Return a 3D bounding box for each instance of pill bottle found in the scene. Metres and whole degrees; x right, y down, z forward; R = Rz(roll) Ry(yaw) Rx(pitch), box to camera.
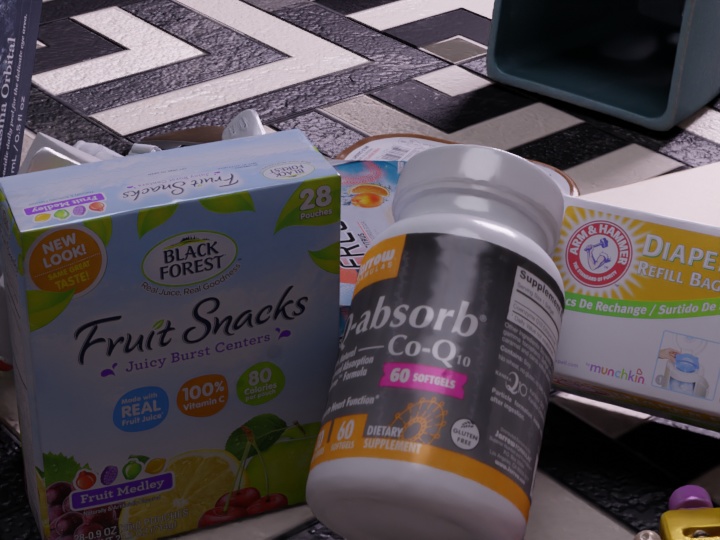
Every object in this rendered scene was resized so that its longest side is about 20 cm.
[{"bbox_3d":[0.046,0.043,0.819,0.115,0.117,0.202,7,63,12],"label":"pill bottle"}]

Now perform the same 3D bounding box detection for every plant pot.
[{"bbox_3d":[0.256,-0.257,1.384,0.194,0.199,0.199,22,27,34],"label":"plant pot"}]

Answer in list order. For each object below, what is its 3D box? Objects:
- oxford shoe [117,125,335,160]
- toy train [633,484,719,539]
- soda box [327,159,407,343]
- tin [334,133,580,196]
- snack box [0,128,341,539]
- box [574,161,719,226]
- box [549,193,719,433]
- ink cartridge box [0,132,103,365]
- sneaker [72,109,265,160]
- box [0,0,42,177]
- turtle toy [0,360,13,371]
[{"bbox_3d":[-0.081,-0.077,1.163,0.198,0.074,0.084,12,28,18],"label":"oxford shoe"},{"bbox_3d":[0.183,0.174,0.741,0.198,0.056,0.150,11,32,24],"label":"toy train"},{"bbox_3d":[0.000,0.000,1.026,0.063,0.069,0.201,1,30,1],"label":"soda box"},{"bbox_3d":[0.069,-0.057,1.167,0.198,0.042,0.112,15,36,24],"label":"tin"},{"bbox_3d":[-0.097,0.040,0.818,0.167,0.202,0.068,-12,31,-21],"label":"snack box"},{"bbox_3d":[0.244,-0.013,1.079,0.198,0.021,0.164,-14,43,-24],"label":"box"},{"bbox_3d":[0.202,0.036,0.891,0.198,0.103,0.112,13,-7,22],"label":"box"},{"bbox_3d":[-0.147,0.001,0.877,0.066,0.117,0.199,30,3,40],"label":"ink cartridge box"},{"bbox_3d":[-0.117,-0.061,1.089,0.115,0.075,0.199,-45,50,-13],"label":"sneaker"},{"bbox_3d":[-0.323,-0.141,1.083,0.116,0.199,0.200,11,7,16],"label":"box"},{"bbox_3d":[-0.244,0.029,0.930,0.199,0.102,0.145,-23,7,-35],"label":"turtle toy"}]
